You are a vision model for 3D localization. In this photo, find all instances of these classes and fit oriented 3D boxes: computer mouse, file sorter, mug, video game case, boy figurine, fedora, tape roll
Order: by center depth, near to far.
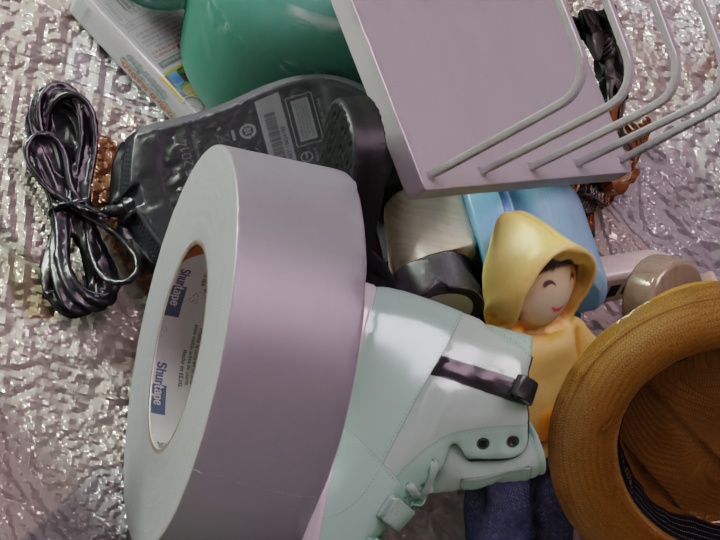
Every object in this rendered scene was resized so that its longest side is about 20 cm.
[{"bbox_3d":[-0.059,0.043,1.295,0.066,0.200,0.200,11,50,-16],"label":"tape roll"},{"bbox_3d":[0.184,0.069,1.351,0.200,0.201,0.082,17,32,-17],"label":"fedora"},{"bbox_3d":[0.093,0.069,1.380,0.124,0.200,0.064,-4,13,-33],"label":"boy figurine"},{"bbox_3d":[0.102,-0.129,1.389,0.200,0.124,0.139,-7,73,-53],"label":"file sorter"},{"bbox_3d":[-0.075,-0.049,1.427,0.200,0.053,0.139,-11,67,3],"label":"computer mouse"},{"bbox_3d":[-0.032,-0.152,1.481,0.185,0.114,0.152,-8,57,-19],"label":"mug"},{"bbox_3d":[-0.043,-0.128,1.570,0.182,0.023,0.200,47,46,11],"label":"video game case"}]

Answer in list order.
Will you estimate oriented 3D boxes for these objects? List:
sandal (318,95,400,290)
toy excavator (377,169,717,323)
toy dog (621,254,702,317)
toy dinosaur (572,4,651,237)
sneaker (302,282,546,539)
[{"bbox_3d":[0.000,0.000,1.363,0.048,0.201,0.075,-3,44,-16],"label":"sandal"},{"bbox_3d":[0.111,0.005,1.482,0.200,0.195,0.100,-12,56,-3],"label":"toy excavator"},{"bbox_3d":[0.211,0.079,1.467,0.200,0.132,0.096,40,75,-24],"label":"toy dog"},{"bbox_3d":[0.120,-0.079,1.580,0.200,0.102,0.136,-9,86,-81],"label":"toy dinosaur"},{"bbox_3d":[0.028,0.114,1.305,0.118,0.074,0.201,12,91,0],"label":"sneaker"}]
